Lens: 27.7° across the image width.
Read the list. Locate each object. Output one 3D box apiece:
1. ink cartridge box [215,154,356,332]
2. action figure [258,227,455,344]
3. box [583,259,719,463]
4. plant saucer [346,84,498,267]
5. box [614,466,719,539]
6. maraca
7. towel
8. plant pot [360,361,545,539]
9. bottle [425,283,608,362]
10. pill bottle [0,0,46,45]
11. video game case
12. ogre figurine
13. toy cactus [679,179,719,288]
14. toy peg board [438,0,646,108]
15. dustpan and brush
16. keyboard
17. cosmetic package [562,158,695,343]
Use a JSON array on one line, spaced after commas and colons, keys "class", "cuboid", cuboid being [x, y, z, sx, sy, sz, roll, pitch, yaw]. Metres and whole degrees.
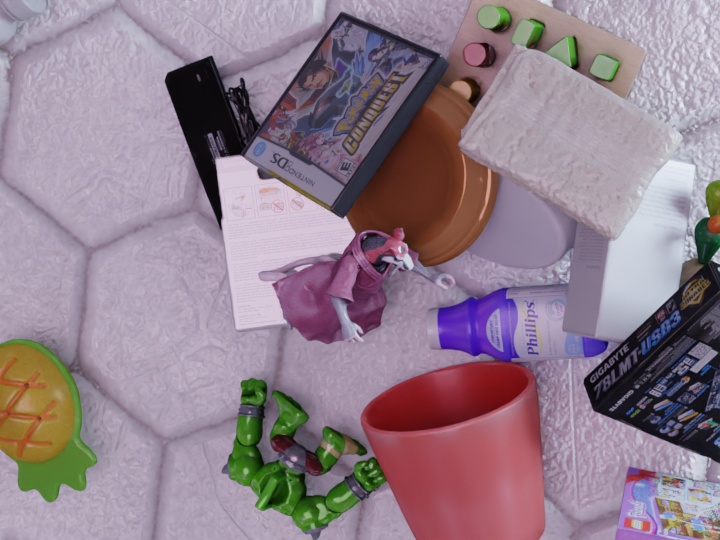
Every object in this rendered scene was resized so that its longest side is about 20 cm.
[{"class": "ink cartridge box", "cuboid": [-0.076, -0.038, 1.672, 0.160, 0.050, 0.201, -7, 90, 5]}, {"class": "action figure", "cuboid": [0.000, 0.000, 1.562, 0.149, 0.134, 0.200, 56, 143, 15]}, {"class": "box", "cuboid": [0.369, 0.100, 1.514, 0.198, 0.050, 0.200, 21, 125, -29]}, {"class": "plant saucer", "cuboid": [0.054, -0.103, 1.572, 0.199, 0.037, 0.202, 4, 97, 33]}, {"class": "box", "cuboid": [0.342, 0.267, 1.542, 0.136, 0.200, 0.039, 10, 103, 12]}, {"class": "maraca", "cuboid": [-0.391, 0.179, 1.753, 0.137, 0.107, 0.201, -22, 92, 22]}, {"class": "towel", "cuboid": [0.210, -0.132, 1.490, 0.199, 0.034, 0.133, 33, 90, 11]}, {"class": "plant pot", "cuboid": [0.116, 0.217, 1.607, 0.199, 0.201, 0.178, -12, 105, 15]}, {"class": "bottle", "cuboid": [0.174, 0.059, 1.623, 0.199, 0.065, 0.084, -3, 98, 14]}, {"class": "pill bottle", "cuboid": [-0.474, -0.301, 1.706, 0.199, 0.111, 0.112, -21, 92, 16]}, {"class": "video game case", "cuboid": [-0.020, -0.173, 1.580, 0.180, 0.025, 0.201, 32, 87, 46]}, {"class": "ogre figurine", "cuboid": [-0.079, 0.223, 1.692, 0.199, 0.098, 0.120, 33, 92, -4]}, {"class": "toy cactus", "cuboid": [0.393, -0.007, 1.554, 0.164, 0.102, 0.200, -17, 120, 38]}, {"class": "toy peg board", "cuboid": [0.175, -0.187, 1.574, 0.199, 0.098, 0.200, 26, 102, 9]}, {"class": "dustpan and brush", "cuboid": [0.214, -0.040, 1.594, 0.199, 0.057, 0.140, 30, 139, 7]}, {"class": "keyboard", "cuboid": [-0.150, -0.150, 1.692, 0.104, 0.040, 0.201, -14, 101, 33]}, {"class": "cosmetic package", "cuboid": [0.283, -0.023, 1.542, 0.101, 0.074, 0.201, 11, 89, -24]}]
